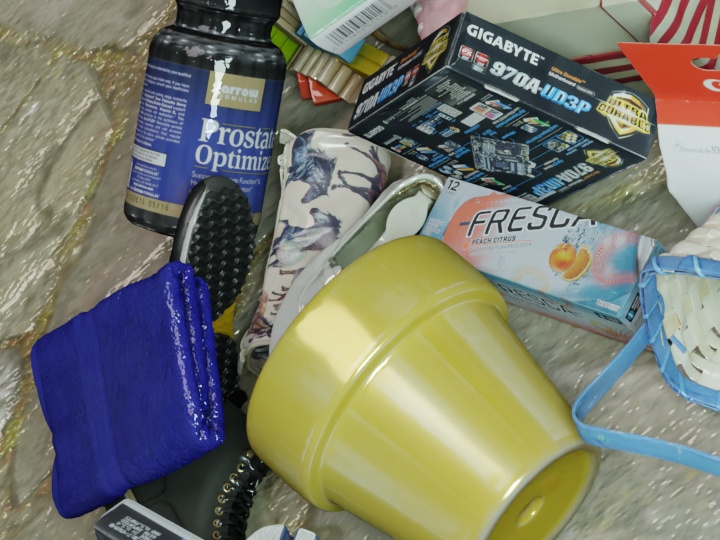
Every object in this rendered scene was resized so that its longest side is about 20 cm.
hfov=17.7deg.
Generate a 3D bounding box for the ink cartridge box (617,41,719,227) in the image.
[{"bbox_3d":[0.270,-0.077,1.527,0.162,0.200,0.057,6,70,36],"label":"ink cartridge box"}]

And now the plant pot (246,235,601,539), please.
[{"bbox_3d":[0.055,0.110,1.591,0.189,0.201,0.201,41,91,25],"label":"plant pot"}]

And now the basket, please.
[{"bbox_3d":[0.254,0.055,1.494,0.176,0.140,0.200,15,47,39],"label":"basket"}]

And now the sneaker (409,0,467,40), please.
[{"bbox_3d":[0.073,-0.179,1.806,0.104,0.075,0.201,7,69,42],"label":"sneaker"}]

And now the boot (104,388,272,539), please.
[{"bbox_3d":[-0.096,0.185,1.722,0.138,0.077,0.200,-45,50,-1],"label":"boot"}]

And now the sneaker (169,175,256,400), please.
[{"bbox_3d":[-0.138,0.017,1.790,0.090,0.070,0.202,23,116,41],"label":"sneaker"}]

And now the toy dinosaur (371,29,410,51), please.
[{"bbox_3d":[-0.018,-0.247,1.901,0.106,0.060,0.201,-29,79,64],"label":"toy dinosaur"}]

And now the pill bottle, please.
[{"bbox_3d":[-0.120,-0.129,1.838,0.111,0.111,0.202,17,101,39],"label":"pill bottle"}]

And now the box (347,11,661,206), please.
[{"bbox_3d":[0.097,-0.107,1.634,0.200,0.158,0.046,-27,42,68],"label":"box"}]

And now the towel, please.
[{"bbox_3d":[-0.171,0.091,1.742,0.200,0.049,0.149,-28,68,46],"label":"towel"}]

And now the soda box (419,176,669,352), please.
[{"bbox_3d":[0.136,-0.006,1.665,0.199,0.068,0.064,19,77,41],"label":"soda box"}]

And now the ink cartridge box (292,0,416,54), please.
[{"bbox_3d":[0.001,-0.293,1.822,0.160,0.050,0.201,-33,62,19],"label":"ink cartridge box"}]

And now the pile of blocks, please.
[{"bbox_3d":[-0.045,-0.175,1.876,0.199,0.082,0.062,29,83,40],"label":"pile of blocks"}]

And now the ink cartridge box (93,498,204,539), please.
[{"bbox_3d":[-0.088,0.274,1.585,0.197,0.201,0.047,21,44,41],"label":"ink cartridge box"}]

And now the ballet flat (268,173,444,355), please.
[{"bbox_3d":[0.000,0.000,1.709,0.069,0.070,0.200,16,57,39],"label":"ballet flat"}]

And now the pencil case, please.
[{"bbox_3d":[-0.038,-0.009,1.780,0.089,0.078,0.201,9,68,9],"label":"pencil case"}]

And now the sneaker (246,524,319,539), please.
[{"bbox_3d":[0.007,0.247,1.612,0.198,0.115,0.081,23,68,9],"label":"sneaker"}]

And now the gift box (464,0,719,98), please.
[{"bbox_3d":[0.205,-0.197,1.660,0.186,0.184,0.202,-6,65,42],"label":"gift box"}]
